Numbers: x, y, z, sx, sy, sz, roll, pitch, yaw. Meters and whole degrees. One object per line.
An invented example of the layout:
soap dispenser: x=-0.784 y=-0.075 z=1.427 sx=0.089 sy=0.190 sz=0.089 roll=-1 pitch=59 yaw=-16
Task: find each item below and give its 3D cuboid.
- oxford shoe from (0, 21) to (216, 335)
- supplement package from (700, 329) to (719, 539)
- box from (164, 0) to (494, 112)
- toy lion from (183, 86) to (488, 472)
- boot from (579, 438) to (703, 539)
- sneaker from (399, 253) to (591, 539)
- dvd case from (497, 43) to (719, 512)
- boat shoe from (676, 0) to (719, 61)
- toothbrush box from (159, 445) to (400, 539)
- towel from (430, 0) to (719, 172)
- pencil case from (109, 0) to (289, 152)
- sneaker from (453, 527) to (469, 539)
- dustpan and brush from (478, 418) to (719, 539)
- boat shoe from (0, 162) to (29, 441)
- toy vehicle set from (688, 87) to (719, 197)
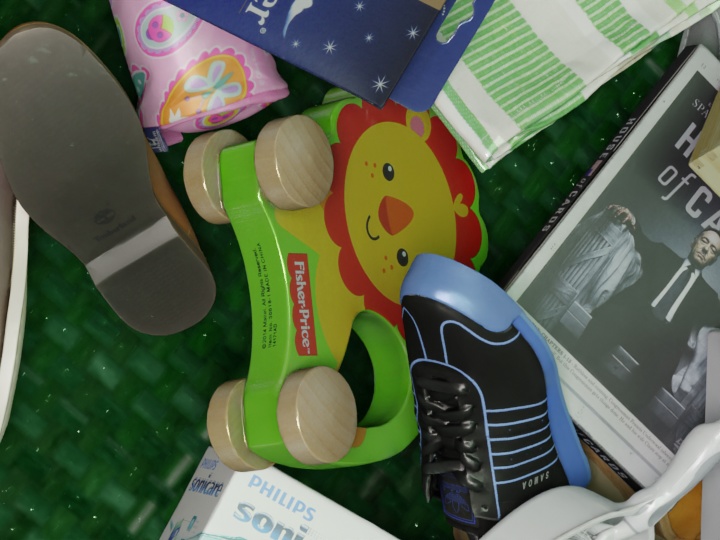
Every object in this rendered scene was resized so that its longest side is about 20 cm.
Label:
oxford shoe: x=-0.135 y=-0.055 z=1.283 sx=0.071 sy=0.072 sz=0.201 roll=-22 pitch=134 yaw=2
supplement package: x=0.296 y=0.106 z=1.294 sx=0.198 sy=0.191 sz=0.149 roll=1 pitch=91 yaw=-14
box: x=-0.017 y=-0.161 z=1.273 sx=0.199 sy=0.032 sz=0.122 roll=24 pitch=107 yaw=-24
toy lion: x=0.000 y=0.000 z=1.332 sx=0.191 sy=0.068 sz=0.202 roll=3 pitch=80 yaw=-50
boot: x=0.205 y=0.099 z=1.440 sx=0.201 sy=0.071 sz=0.144 roll=44 pitch=70 yaw=-16
sneaker: x=0.060 y=0.080 z=1.310 sx=0.078 sy=0.070 sz=0.201 roll=-55 pitch=137 yaw=-27
dvd case: x=0.169 y=0.003 z=1.371 sx=0.150 sy=0.025 sz=0.200 roll=43 pitch=77 yaw=-14
boat shoe: x=0.184 y=-0.060 z=1.425 sx=0.071 sy=0.070 sz=0.203 roll=2 pitch=92 yaw=-24
toothbrush box: x=-0.055 y=0.212 z=1.335 sx=0.146 sy=0.085 sz=0.201 roll=30 pitch=81 yaw=-15
towel: x=0.096 y=-0.163 z=1.390 sx=0.199 sy=0.023 sz=0.153 roll=-36 pitch=80 yaw=-20
pencil case: x=-0.102 y=-0.166 z=1.325 sx=0.087 sy=0.087 sz=0.202 roll=-18 pitch=96 yaw=-18
sneaker: x=0.147 y=0.181 z=1.400 sx=0.200 sy=0.090 sz=0.067 roll=37 pitch=80 yaw=-14
dustpan and brush: x=0.120 y=0.138 z=1.311 sx=0.201 sy=0.057 sz=0.139 roll=-54 pitch=146 yaw=2
boat shoe: x=-0.196 y=-0.006 z=1.299 sx=0.059 sy=0.072 sz=0.202 roll=7 pitch=84 yaw=-12
toy vehicle set: x=0.252 y=-0.084 z=1.388 sx=0.124 sy=0.026 sz=0.201 roll=42 pitch=47 yaw=-16
